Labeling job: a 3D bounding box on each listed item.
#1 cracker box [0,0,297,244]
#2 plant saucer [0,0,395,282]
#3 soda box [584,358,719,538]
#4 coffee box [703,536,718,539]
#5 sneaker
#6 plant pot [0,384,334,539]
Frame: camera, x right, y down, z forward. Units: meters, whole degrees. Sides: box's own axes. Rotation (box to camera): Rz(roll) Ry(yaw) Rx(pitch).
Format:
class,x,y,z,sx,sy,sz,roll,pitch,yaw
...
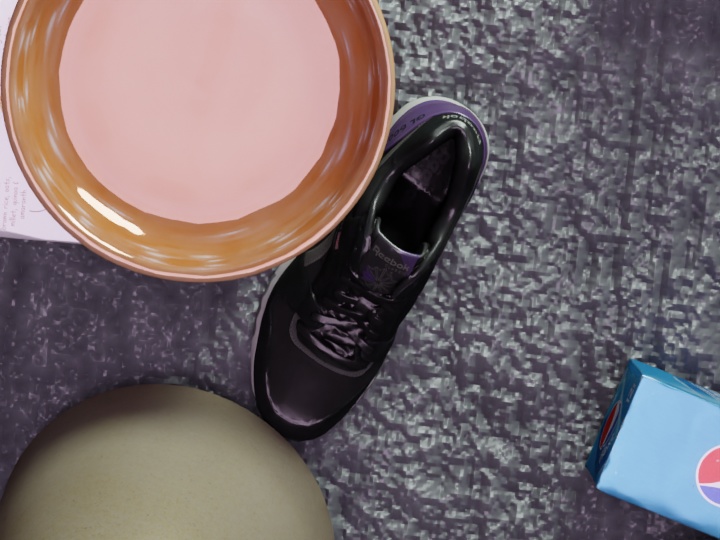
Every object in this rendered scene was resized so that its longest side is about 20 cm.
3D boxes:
class,x,y,z,sx,sy,sz,roll,pitch,yaw
cracker box,-0.136,-0.082,1.543,0.199,0.058,0.135,5,97,-1
plant saucer,-0.082,-0.095,1.496,0.199,0.037,0.201,0,95,-2
soda box,0.225,0.117,1.572,0.199,0.064,0.068,22,96,-4
coffee box,0.248,0.234,1.552,0.199,0.080,0.114,23,96,15
sneaker,0.000,0.000,1.541,0.075,0.088,0.201,27,96,-5
plant pot,-0.116,0.173,1.491,0.186,0.200,0.188,1,102,6
